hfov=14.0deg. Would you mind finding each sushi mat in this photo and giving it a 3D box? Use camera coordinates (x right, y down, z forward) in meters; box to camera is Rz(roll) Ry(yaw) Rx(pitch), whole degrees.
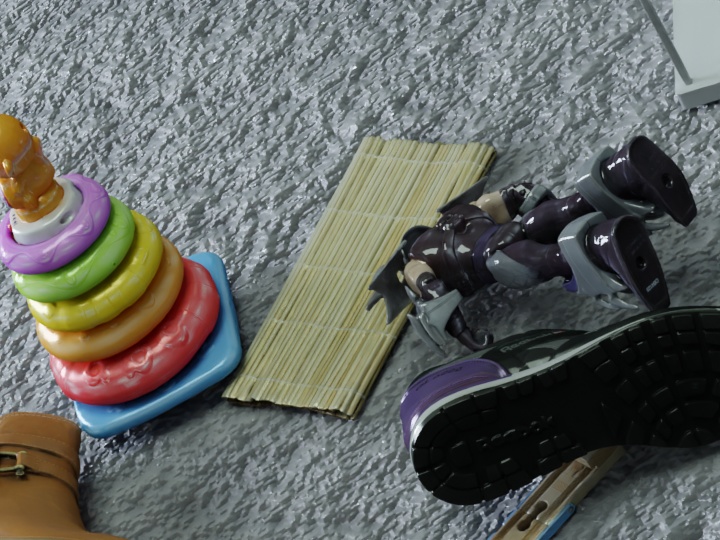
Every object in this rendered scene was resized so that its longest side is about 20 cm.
[{"bbox_3d":[0.000,0.000,1.671,0.095,0.012,0.200,3,52,38],"label":"sushi mat"}]

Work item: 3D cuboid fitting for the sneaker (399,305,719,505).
[{"bbox_3d":[0.115,0.049,1.479,0.199,0.076,0.088,-14,24,-2],"label":"sneaker"}]

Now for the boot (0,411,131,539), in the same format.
[{"bbox_3d":[-0.172,0.134,1.610,0.199,0.074,0.155,5,30,11],"label":"boot"}]

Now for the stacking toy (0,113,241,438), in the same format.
[{"bbox_3d":[-0.159,-0.012,1.644,0.110,0.200,0.116,-27,38,9],"label":"stacking toy"}]

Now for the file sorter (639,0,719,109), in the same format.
[{"bbox_3d":[0.246,-0.205,1.616,0.199,0.125,0.139,-17,42,21],"label":"file sorter"}]

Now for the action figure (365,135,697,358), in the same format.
[{"bbox_3d":[0.084,-0.009,1.560,0.200,0.069,0.130,-11,36,49],"label":"action figure"}]

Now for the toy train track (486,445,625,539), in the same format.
[{"bbox_3d":[0.054,0.148,1.466,0.200,0.033,0.115,-46,40,-14],"label":"toy train track"}]
